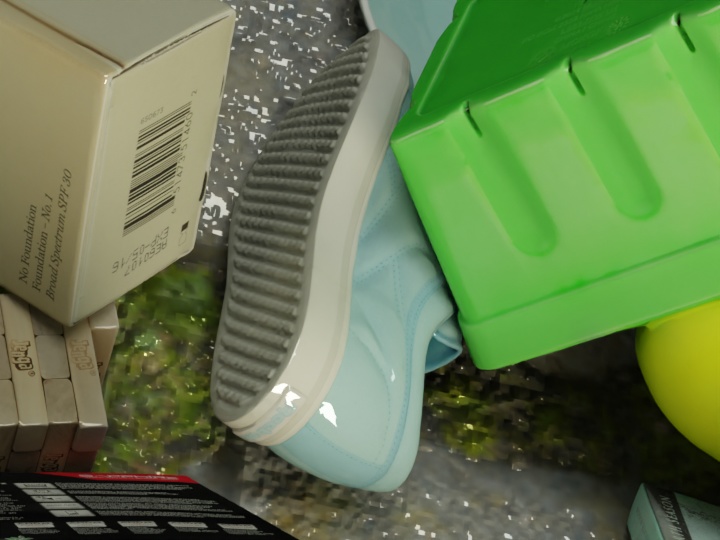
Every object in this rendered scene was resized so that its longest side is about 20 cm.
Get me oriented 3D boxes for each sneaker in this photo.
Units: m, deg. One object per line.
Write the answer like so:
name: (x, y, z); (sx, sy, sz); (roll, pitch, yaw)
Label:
sneaker: (0.000, 0.000, 0.925); (0.082, 0.074, 0.201); (37, 44, -25)

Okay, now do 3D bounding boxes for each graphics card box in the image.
graphics card box: (-0.086, 0.096, 0.743); (0.125, 0.200, 0.051); (2, 92, -19)

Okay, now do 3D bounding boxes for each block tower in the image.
block tower: (-0.178, 0.043, 0.830); (0.199, 0.054, 0.058); (-2, 56, -20)

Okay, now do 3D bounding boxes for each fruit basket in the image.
fruit basket: (0.134, -0.019, 0.881); (0.215, 0.216, 0.156); (25, 47, 0)

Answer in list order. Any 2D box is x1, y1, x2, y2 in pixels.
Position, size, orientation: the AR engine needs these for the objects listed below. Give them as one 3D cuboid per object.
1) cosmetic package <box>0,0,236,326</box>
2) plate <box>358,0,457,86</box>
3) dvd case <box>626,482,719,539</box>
cosmetic package: (-0.146, -0.079, 0.864); (0.199, 0.104, 0.073); (29, 38, 22)
plate: (0.090, -0.102, 1.047); (0.199, 0.026, 0.201); (10, 53, -13)
dvd case: (0.193, 0.134, 0.860); (0.199, 0.022, 0.146); (18, 13, -4)
